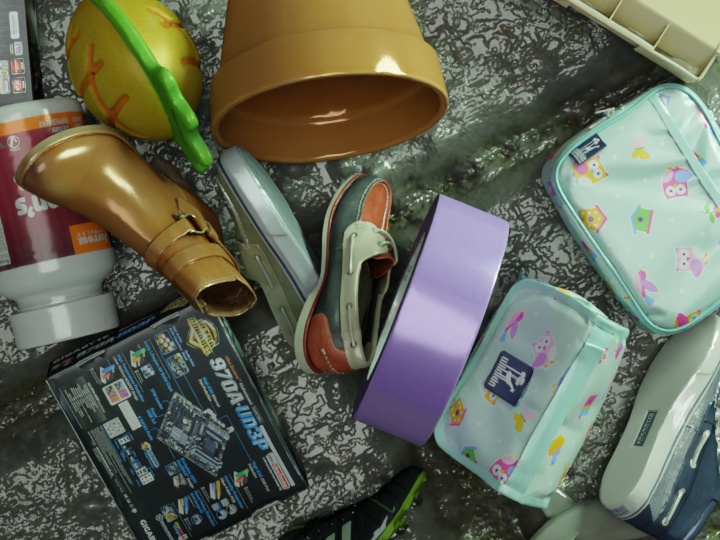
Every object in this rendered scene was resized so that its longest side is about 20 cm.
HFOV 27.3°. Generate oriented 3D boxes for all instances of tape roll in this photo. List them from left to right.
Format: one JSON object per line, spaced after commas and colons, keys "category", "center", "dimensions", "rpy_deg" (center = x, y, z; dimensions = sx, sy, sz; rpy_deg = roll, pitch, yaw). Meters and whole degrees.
{"category": "tape roll", "center": [0.057, 0.041, 1.237], "dimensions": [0.065, 0.200, 0.201], "rpy_deg": [21, 92, -2]}

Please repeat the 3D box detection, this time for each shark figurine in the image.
{"category": "shark figurine", "center": [0.165, 0.272, 1.305], "dimensions": [0.128, 0.090, 0.215], "rpy_deg": [34, 90, 0]}

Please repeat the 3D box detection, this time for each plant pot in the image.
{"category": "plant pot", "center": [-0.034, -0.189, 1.242], "dimensions": [0.198, 0.200, 0.141], "rpy_deg": [-8, 76, 0]}

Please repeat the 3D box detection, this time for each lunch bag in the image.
{"category": "lunch bag", "center": [0.145, 0.098, 1.240], "dimensions": [0.121, 0.200, 0.171], "rpy_deg": [29, 93, -2]}
{"category": "lunch bag", "center": [0.264, -0.058, 1.296], "dimensions": [0.160, 0.077, 0.201], "rpy_deg": [-34, 92, 1]}

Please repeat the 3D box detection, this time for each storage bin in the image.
{"category": "storage bin", "center": [0.258, -0.294, 1.280], "dimensions": [0.199, 0.094, 0.199], "rpy_deg": [31, 92, -2]}

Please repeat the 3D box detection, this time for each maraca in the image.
{"category": "maraca", "center": [-0.180, -0.161, 1.242], "dimensions": [0.107, 0.137, 0.200], "rpy_deg": [-35, 53, -9]}

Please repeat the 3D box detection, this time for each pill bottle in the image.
{"category": "pill bottle", "center": [-0.272, -0.040, 1.277], "dimensions": [0.109, 0.110, 0.201], "rpy_deg": [-13, 92, 0]}

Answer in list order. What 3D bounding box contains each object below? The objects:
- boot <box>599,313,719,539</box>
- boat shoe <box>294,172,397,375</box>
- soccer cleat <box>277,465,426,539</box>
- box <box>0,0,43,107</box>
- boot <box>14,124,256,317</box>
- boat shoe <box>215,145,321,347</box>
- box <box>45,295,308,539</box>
{"category": "boot", "center": [0.289, 0.143, 1.309], "dimensions": [0.090, 0.073, 0.201], "rpy_deg": [35, 78, -22]}
{"category": "boat shoe", "center": [0.000, 0.000, 1.262], "dimensions": [0.062, 0.071, 0.201], "rpy_deg": [-7, 50, 32]}
{"category": "soccer cleat", "center": [-0.023, 0.241, 1.314], "dimensions": [0.081, 0.068, 0.200], "rpy_deg": [41, 92, 11]}
{"category": "box", "center": [-0.366, -0.237, 1.300], "dimensions": [0.157, 0.048, 0.202], "rpy_deg": [-4, 92, -1]}
{"category": "boot", "center": [-0.172, -0.035, 1.196], "dimensions": [0.074, 0.199, 0.155], "rpy_deg": [-47, 62, 22]}
{"category": "boat shoe", "center": [-0.077, -0.013, 1.276], "dimensions": [0.062, 0.072, 0.201], "rpy_deg": [-27, 115, 7]}
{"category": "box", "center": [-0.158, 0.136, 1.295], "dimensions": [0.158, 0.046, 0.201], "rpy_deg": [-27, 106, 1]}
